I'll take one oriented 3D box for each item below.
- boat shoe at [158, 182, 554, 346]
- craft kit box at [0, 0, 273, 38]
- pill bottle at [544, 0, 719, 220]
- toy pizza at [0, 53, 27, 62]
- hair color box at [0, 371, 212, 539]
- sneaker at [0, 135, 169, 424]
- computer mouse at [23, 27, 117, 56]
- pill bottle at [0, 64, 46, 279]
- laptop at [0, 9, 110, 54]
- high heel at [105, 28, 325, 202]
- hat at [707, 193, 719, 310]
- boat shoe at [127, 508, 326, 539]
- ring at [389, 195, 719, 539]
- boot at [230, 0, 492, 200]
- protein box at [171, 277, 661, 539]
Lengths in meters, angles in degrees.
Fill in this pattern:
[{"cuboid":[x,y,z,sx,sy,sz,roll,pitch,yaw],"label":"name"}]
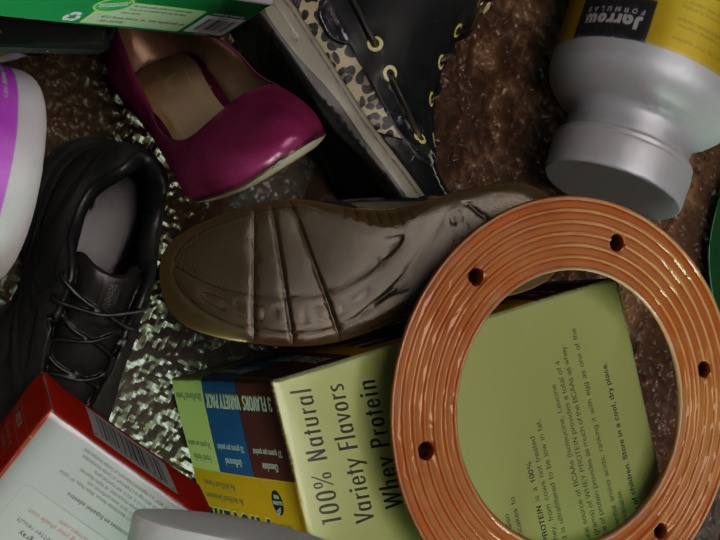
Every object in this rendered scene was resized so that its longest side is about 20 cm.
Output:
[{"cuboid":[0.000,0.000,0.861,0.197,0.065,0.074,-5,83,-7],"label":"boat shoe"},{"cuboid":[-0.139,-0.206,0.751,0.199,0.048,0.200,-4,73,-51],"label":"craft kit box"},{"cuboid":[0.172,-0.137,0.989,0.111,0.112,0.202,25,76,-23],"label":"pill bottle"},{"cuboid":[-0.197,-0.202,0.853,0.198,0.032,0.203,2,86,-27],"label":"toy pizza"},{"cuboid":[-0.166,0.159,0.797,0.101,0.061,0.201,38,91,-20],"label":"hair color box"},{"cuboid":[-0.140,0.029,0.837,0.075,0.091,0.203,14,82,-26],"label":"sneaker"},{"cuboid":[-0.170,-0.207,0.815,0.137,0.053,0.203,4,79,-28],"label":"computer mouse"},{"cuboid":[-0.248,-0.060,0.780,0.198,0.104,0.106,12,82,-25],"label":"pill bottle"},{"cuboid":[-0.236,-0.163,0.742,0.199,0.115,0.189,-8,79,-51],"label":"laptop"},{"cuboid":[-0.079,-0.089,0.814,0.067,0.200,0.097,-32,106,-18],"label":"high heel"},{"cuboid":[0.314,-0.004,1.016,0.164,0.176,0.202,26,76,-23],"label":"hat"},{"cuboid":[-0.011,0.157,0.761,0.198,0.072,0.069,19,88,-14],"label":"boat shoe"},{"cuboid":[0.098,0.065,0.837,0.198,0.019,0.203,0,91,-27],"label":"ring"},{"cuboid":[0.039,-0.107,0.941,0.154,0.073,0.204,-41,101,-21],"label":"boot"},{"cuboid":[0.037,0.125,0.894,0.198,0.135,0.201,-15,94,-27],"label":"protein box"}]
